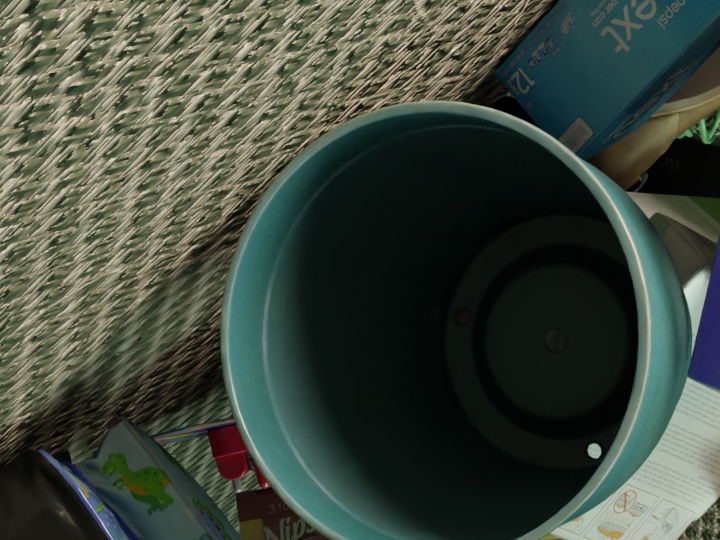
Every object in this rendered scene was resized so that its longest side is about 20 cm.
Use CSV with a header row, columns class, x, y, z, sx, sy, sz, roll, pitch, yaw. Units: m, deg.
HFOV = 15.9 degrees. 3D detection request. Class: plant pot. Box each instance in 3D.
class,x,y,z,sx,sy,sz,roll,pitch,yaw
plant pot,0.066,0.031,1.190,0.200,0.200,0.188,-42,162,17

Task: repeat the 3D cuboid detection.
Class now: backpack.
class,x,y,z,sx,sy,sz,roll,pitch,yaw
backpack,-0.120,0.173,1.273,0.147,0.183,0.200,-36,175,-11

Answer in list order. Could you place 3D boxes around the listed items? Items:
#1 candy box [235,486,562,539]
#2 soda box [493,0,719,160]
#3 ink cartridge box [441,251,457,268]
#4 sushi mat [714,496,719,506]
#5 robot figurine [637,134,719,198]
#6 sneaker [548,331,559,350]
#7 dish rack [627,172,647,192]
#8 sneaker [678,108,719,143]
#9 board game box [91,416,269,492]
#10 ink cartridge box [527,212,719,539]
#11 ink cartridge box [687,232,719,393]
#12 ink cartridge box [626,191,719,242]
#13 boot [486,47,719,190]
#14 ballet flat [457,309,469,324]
class,x,y,z,sx,sy,sz,roll,pitch,yaw
candy box,0.033,0.138,1.457,0.116,0.057,0.200,-13,170,31
soda box,0.154,-0.139,1.230,0.068,0.064,0.200,-28,166,-49
ink cartridge box,0.007,0.019,1.363,0.119,0.042,0.200,-41,169,6
sushi mat,0.220,0.089,1.452,0.096,0.012,0.200,-52,-173,-2
robot figurine,0.214,-0.026,1.672,0.125,0.150,0.201,102,11,-81
sneaker,0.112,0.063,1.571,0.200,0.099,0.078,-44,171,37
dish rack,0.084,-0.003,1.624,0.153,0.055,0.200,-34,169,-26
sneaker,0.189,-0.100,1.469,0.200,0.089,0.077,-40,171,6
board game box,-0.045,0.096,1.387,0.157,0.039,0.200,-15,174,31
ink cartridge box,0.145,0.078,1.344,0.200,0.050,0.161,-49,140,14
ink cartridge box,0.198,-0.047,1.173,0.200,0.043,0.199,-33,136,-65
ink cartridge box,0.182,0.007,1.455,0.199,0.146,0.048,7,119,-42
boot,0.129,-0.070,1.361,0.200,0.074,0.076,-27,131,-23
ballet flat,0.014,0.042,1.514,0.200,0.064,0.067,-37,-179,44
